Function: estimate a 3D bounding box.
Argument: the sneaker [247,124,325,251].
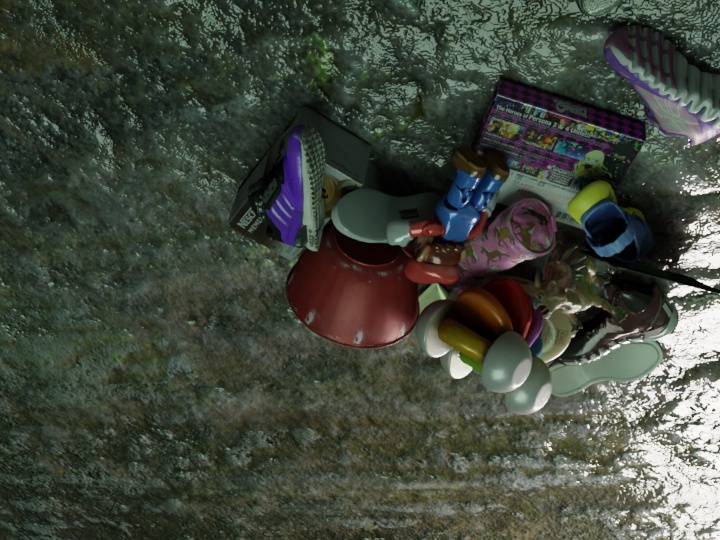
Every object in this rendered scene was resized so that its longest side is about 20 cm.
[{"bbox_3d":[-0.099,-0.104,1.420,0.098,0.070,0.202,9,138,8],"label":"sneaker"}]

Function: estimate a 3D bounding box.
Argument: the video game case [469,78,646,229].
[{"bbox_3d":[0.241,-0.144,1.429,0.196,0.036,0.182,16,141,-3],"label":"video game case"}]

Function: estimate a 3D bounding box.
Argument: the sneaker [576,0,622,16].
[{"bbox_3d":[0.290,-0.338,1.156,0.077,0.086,0.200,25,139,-15],"label":"sneaker"}]

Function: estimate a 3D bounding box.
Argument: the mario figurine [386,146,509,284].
[{"bbox_3d":[0.107,-0.073,1.437,0.122,0.106,0.202,26,118,-5],"label":"mario figurine"}]

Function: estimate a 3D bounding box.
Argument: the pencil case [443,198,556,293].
[{"bbox_3d":[0.183,-0.031,1.510,0.083,0.087,0.199,46,148,-8],"label":"pencil case"}]

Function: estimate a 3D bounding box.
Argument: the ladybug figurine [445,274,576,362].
[{"bbox_3d":[0.220,0.070,1.635,0.196,0.072,0.138,14,109,8],"label":"ladybug figurine"}]

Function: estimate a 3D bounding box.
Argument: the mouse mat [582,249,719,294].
[{"bbox_3d":[0.388,0.001,1.473,0.158,0.200,0.008,14,95,-1],"label":"mouse mat"}]

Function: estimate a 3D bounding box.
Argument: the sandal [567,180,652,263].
[{"bbox_3d":[0.335,-0.043,1.441,0.079,0.088,0.199,-38,150,21],"label":"sandal"}]

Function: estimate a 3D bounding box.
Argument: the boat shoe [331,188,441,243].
[{"bbox_3d":[0.031,-0.067,1.494,0.198,0.072,0.063,-2,167,-41],"label":"boat shoe"}]

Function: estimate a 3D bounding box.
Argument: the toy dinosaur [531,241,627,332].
[{"bbox_3d":[0.282,0.005,1.497,0.085,0.201,0.136,-32,113,19],"label":"toy dinosaur"}]

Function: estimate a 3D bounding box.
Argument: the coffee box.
[{"bbox_3d":[-0.087,-0.116,1.518,0.112,0.081,0.200,28,137,-18],"label":"coffee box"}]

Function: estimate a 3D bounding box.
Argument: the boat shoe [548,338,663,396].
[{"bbox_3d":[0.376,0.139,1.703,0.198,0.060,0.075,-27,98,35],"label":"boat shoe"}]

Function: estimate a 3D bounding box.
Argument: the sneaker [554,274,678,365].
[{"bbox_3d":[0.355,0.060,1.618,0.197,0.076,0.116,-21,125,20],"label":"sneaker"}]

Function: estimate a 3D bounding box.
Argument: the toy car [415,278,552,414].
[{"bbox_3d":[0.187,0.090,1.522,0.174,0.151,0.200,27,170,38],"label":"toy car"}]

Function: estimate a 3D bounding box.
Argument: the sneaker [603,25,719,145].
[{"bbox_3d":[0.358,-0.208,1.299,0.198,0.082,0.088,27,146,-17],"label":"sneaker"}]

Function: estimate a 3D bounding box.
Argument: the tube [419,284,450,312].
[{"bbox_3d":[0.171,0.089,1.712,0.198,0.059,0.052,33,-179,-15],"label":"tube"}]

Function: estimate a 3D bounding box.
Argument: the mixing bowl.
[{"bbox_3d":[0.000,0.000,1.549,0.196,0.202,0.109,15,132,-2],"label":"mixing bowl"}]
